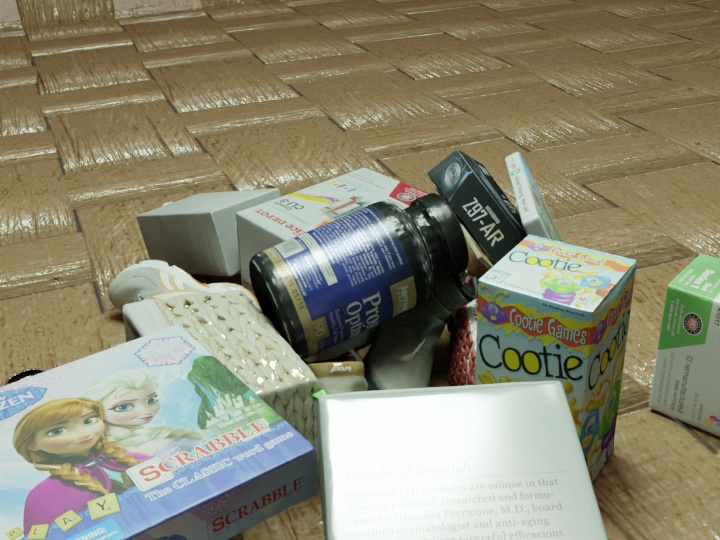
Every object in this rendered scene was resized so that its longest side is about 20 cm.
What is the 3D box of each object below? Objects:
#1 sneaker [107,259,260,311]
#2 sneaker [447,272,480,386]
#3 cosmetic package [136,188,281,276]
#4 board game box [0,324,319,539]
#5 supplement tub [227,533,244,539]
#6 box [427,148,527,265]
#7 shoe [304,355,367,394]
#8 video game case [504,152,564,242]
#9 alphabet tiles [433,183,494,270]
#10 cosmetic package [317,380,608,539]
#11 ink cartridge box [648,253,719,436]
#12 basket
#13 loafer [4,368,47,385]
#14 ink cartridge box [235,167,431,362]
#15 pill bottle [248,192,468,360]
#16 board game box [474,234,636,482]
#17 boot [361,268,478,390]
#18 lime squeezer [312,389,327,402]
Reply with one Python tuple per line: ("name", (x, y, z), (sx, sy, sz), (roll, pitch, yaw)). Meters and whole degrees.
("sneaker", (-0.216, 0.047, 1.047), (0.198, 0.076, 0.092), (10, 34, 23))
("sneaker", (0.139, 0.067, 0.982), (0.081, 0.078, 0.201), (12, 35, -1))
("cosmetic package", (-0.185, -0.049, 1.153), (0.106, 0.091, 0.199), (-24, 14, -34))
("board game box", (-0.164, 0.123, 0.617), (0.199, 0.041, 0.199), (-20, 33, -33))
("supplement tub", (-0.143, 0.223, 0.628), (0.143, 0.146, 0.200), (-10, 28, -16))
("box", (0.159, -0.057, 1.071), (0.043, 0.161, 0.200), (-37, -9, 14))
("shoe", (-0.031, 0.112, 0.879), (0.069, 0.054, 0.200), (-6, -4, -6))
("video game case", (0.218, -0.014, 1.014), (0.022, 0.201, 0.182), (-25, 24, 15))
("alphabet tiles", (0.151, -0.016, 1.051), (0.006, 0.166, 0.201), (-38, 44, 13))
("cosmetic package", (0.061, 0.203, 0.584), (0.165, 0.168, 0.201), (-4, 45, -3))
("ink cartridge box", (0.385, 0.090, 0.851), (0.199, 0.146, 0.084), (22, 36, 36))
("basket", (-0.129, 0.115, 0.844), (0.123, 0.137, 0.200), (-13, 31, -26))
("loafer", (-0.281, 0.134, 0.881), (0.199, 0.072, 0.073), (23, 36, 38))
("ink cartridge box", (-0.023, -0.011, 1.064), (0.199, 0.146, 0.145), (-24, 35, -35))
("pill bottle", (0.000, 0.000, 0.897), (0.199, 0.113, 0.112), (-24, 33, -14))
("board game box", (0.166, 0.088, 0.806), (0.104, 0.202, 0.103), (16, 32, 31))
("boot", (0.066, 0.060, 0.932), (0.068, 0.131, 0.200), (37, 19, -19))
("lime squeezer", (0.037, 0.168, 0.735), (0.070, 0.038, 0.201), (-18, 64, -24))
